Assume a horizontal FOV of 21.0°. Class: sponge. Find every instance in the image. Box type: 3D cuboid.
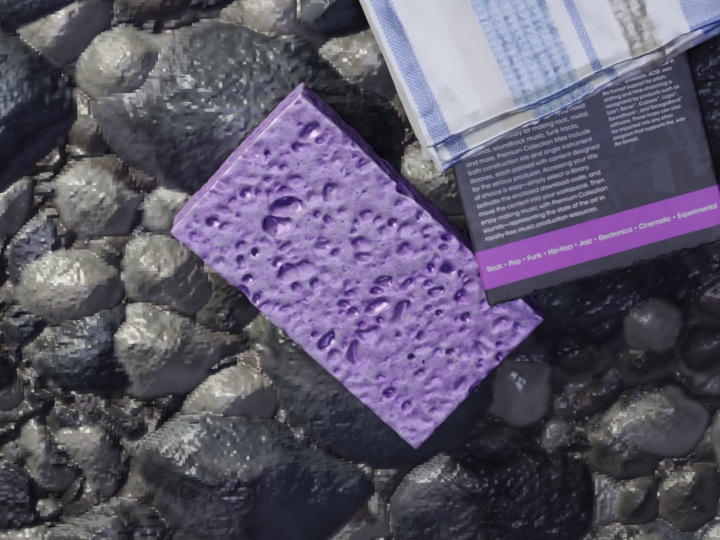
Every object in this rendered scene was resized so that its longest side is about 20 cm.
[{"bbox_3d":[0.000,0.000,1.112,0.200,0.030,0.112,42,104,-17],"label":"sponge"}]

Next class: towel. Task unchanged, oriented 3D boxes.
[{"bbox_3d":[0.096,-0.158,1.021,0.199,0.024,0.148,-25,99,3],"label":"towel"}]

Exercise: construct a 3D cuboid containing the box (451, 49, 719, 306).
[{"bbox_3d":[0.112,-0.096,1.064,0.142,0.036,0.202,-15,104,2],"label":"box"}]
